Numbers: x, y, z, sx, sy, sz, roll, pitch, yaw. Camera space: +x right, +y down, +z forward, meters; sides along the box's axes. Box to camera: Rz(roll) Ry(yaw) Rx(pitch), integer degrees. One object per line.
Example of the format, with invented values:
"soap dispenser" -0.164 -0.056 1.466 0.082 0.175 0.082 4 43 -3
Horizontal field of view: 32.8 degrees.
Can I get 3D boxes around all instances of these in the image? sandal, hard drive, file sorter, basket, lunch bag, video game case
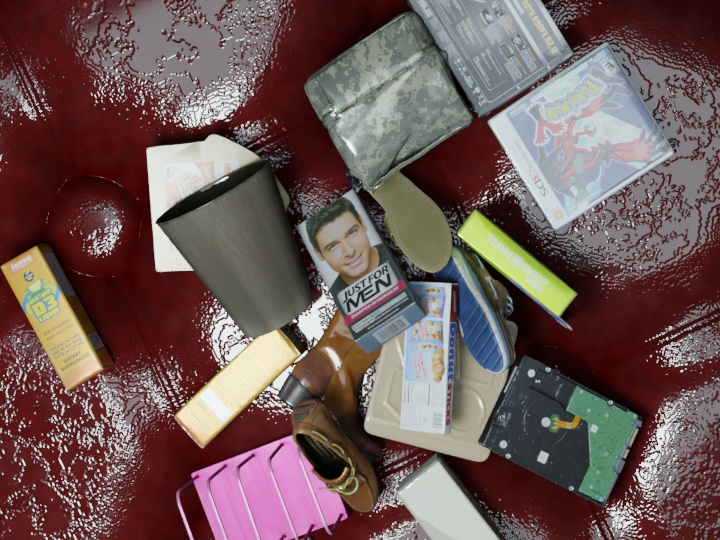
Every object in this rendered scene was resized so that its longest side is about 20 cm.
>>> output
"sandal" 0.064 -0.076 1.718 0.077 0.070 0.213 -33 68 -6
"hard drive" 0.279 0.222 1.704 0.198 0.038 0.141 26 87 -7
"file sorter" -0.139 0.329 1.719 0.197 0.125 0.141 -21 91 9
"basket" -0.156 -0.023 1.689 0.178 0.136 0.202 -28 106 2
"lunch bag" 0.039 -0.224 1.665 0.198 0.139 0.169 -32 84 1
"video game case" 0.307 -0.186 1.708 0.198 0.023 0.184 -33 91 6

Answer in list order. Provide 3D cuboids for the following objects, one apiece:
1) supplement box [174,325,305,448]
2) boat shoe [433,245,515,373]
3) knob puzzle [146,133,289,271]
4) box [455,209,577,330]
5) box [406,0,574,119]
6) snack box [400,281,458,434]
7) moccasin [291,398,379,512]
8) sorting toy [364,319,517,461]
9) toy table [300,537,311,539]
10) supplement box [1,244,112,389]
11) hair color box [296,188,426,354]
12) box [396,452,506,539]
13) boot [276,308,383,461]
"supplement box" -0.170 0.159 1.747 0.069 0.067 0.200 45 96 1
"boat shoe" 0.171 0.047 1.676 0.071 0.072 0.202 -6 60 -32
"knob puzzle" -0.200 -0.095 1.750 0.215 0.030 0.224 -1 101 -3
"box" 0.219 -0.003 1.676 0.199 0.122 0.048 40 94 1
"box" 0.177 -0.338 1.696 0.157 0.048 0.202 -33 91 5
"snack box" 0.094 0.118 1.670 0.071 0.024 0.204 2 88 35
"moccasin" -0.034 0.264 1.663 0.072 0.078 0.203 -9 130 21
"sorting toy" 0.113 0.150 1.721 0.182 0.036 0.203 15 88 -4
"toy table" -0.055 0.481 1.732 0.196 0.117 0.187 -7 93 6
"supplement box" -0.435 0.066 1.756 0.066 0.069 0.202 -29 89 4
"hair color box" 0.000 0.000 1.682 0.098 0.061 0.202 -32 61 7
"box" 0.141 0.364 1.732 0.082 0.068 0.201 -37 90 6
"boot" 0.004 0.147 1.741 0.188 0.068 0.201 38 80 -11
